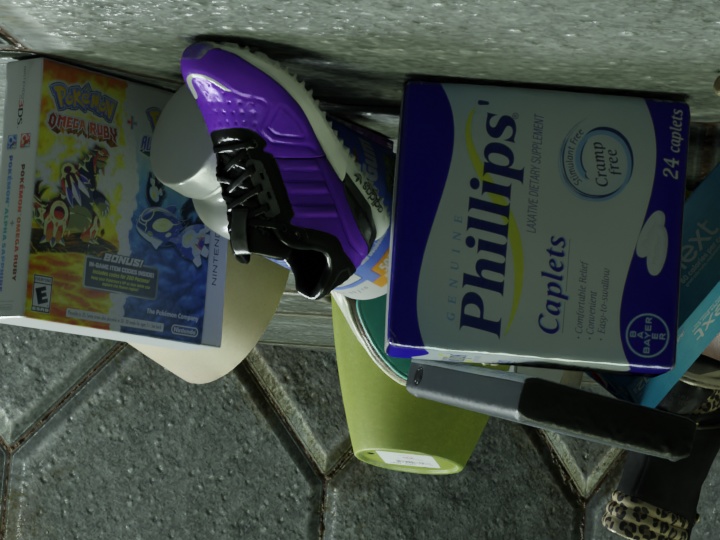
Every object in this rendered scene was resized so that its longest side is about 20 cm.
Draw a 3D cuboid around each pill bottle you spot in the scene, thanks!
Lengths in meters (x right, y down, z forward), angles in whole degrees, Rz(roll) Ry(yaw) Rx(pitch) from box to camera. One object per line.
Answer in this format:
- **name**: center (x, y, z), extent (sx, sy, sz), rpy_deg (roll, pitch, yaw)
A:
- **pill bottle**: center (-0.050, -0.062, 1.604), extent (0.199, 0.113, 0.112), rpy_deg (26, 161, -40)

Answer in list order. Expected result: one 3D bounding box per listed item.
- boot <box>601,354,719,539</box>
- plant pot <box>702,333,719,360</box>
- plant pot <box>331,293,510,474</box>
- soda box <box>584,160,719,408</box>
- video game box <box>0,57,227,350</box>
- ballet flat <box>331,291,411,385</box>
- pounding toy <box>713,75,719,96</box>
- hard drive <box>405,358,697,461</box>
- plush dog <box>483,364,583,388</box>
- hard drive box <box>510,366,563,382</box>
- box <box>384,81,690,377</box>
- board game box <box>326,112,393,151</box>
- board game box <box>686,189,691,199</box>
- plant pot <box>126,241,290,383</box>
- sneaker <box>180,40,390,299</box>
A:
- **boot**: center (0.258, 0.144, 1.747), extent (0.073, 0.152, 0.200), rpy_deg (20, 179, 27)
- **plant pot**: center (0.347, 0.026, 1.836), extent (0.186, 0.189, 0.199), rpy_deg (10, 171, -42)
- **plant pot**: center (0.054, 0.063, 1.877), extent (0.185, 0.202, 0.187), rpy_deg (7, 165, 2)
- **soda box**: center (0.243, 0.007, 1.644), extent (0.064, 0.200, 0.068), rpy_deg (39, 173, 29)
- **video game box**: center (-0.174, -0.044, 1.612), extent (0.047, 0.184, 0.199), rpy_deg (-6, 169, 40)
- **ballet flat**: center (0.000, 0.000, 1.779), extent (0.067, 0.201, 0.062), rpy_deg (-33, -165, -14)
- **pounding toy**: center (0.338, -0.056, 1.487), extent (0.198, 0.144, 0.184), rpy_deg (-7, 173, 6)
- **hard drive**: center (0.133, 0.098, 1.612), extent (0.138, 0.033, 0.200), rpy_deg (16, 177, -21)
- **plush dog**: center (0.142, -0.005, 1.711), extent (0.172, 0.200, 0.161), rpy_deg (43, -177, -44)
- **hard drive box**: center (0.160, 0.035, 2.213), extent (0.076, 0.157, 0.200), rpy_deg (3, 173, 24)
- **box**: center (0.120, -0.026, 1.547), extent (0.198, 0.186, 0.105), rpy_deg (4, 176, 2)
- **board game box**: center (-0.088, -0.100, 1.761), extent (0.198, 0.033, 0.120), rpy_deg (1, 169, 28)
- **board game box**: center (0.174, -0.053, 1.899), extent (0.198, 0.048, 0.102), rpy_deg (2, 174, 19)
- **plant pot**: center (-0.191, -0.023, 1.940), extent (0.199, 0.189, 0.187), rpy_deg (25, 163, -33)
- **sneaker**: center (-0.061, -0.058, 1.474), extent (0.069, 0.100, 0.200), rpy_deg (1, 140, 49)
